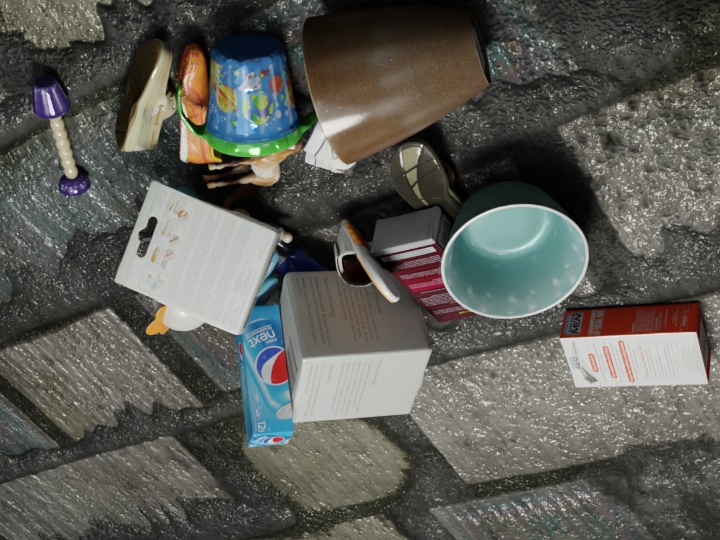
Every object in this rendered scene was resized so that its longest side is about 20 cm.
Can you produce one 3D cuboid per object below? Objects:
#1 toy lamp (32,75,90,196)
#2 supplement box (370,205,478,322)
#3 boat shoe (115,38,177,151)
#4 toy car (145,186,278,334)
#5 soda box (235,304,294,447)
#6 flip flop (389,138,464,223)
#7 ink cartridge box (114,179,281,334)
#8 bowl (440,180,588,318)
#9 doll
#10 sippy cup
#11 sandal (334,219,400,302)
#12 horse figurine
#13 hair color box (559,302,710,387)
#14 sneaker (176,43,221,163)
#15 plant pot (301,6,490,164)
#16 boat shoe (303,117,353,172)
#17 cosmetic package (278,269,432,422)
[{"bbox_3d":[-0.458,-0.205,1.707,0.058,0.058,0.201,11,135,12],"label":"toy lamp"},{"bbox_3d":[0.114,-0.005,1.624,0.108,0.061,0.200,-11,140,33],"label":"supplement box"},{"bbox_3d":[-0.296,-0.247,1.597,0.064,0.073,0.201,0,140,-29],"label":"boat shoe"},{"bbox_3d":[-0.252,0.017,1.687,0.183,0.200,0.177,34,156,11],"label":"toy car"},{"bbox_3d":[-0.146,0.157,1.682,0.063,0.202,0.068,-3,157,-15],"label":"soda box"},{"bbox_3d":[0.104,-0.119,1.558,0.080,0.058,0.200,-8,144,30],"label":"flip flop"},{"bbox_3d":[-0.233,-0.018,1.612,0.198,0.050,0.164,23,95,8],"label":"ink cartridge box"},{"bbox_3d":[0.204,-0.042,1.528,0.198,0.106,0.202,-1,131,-2],"label":"bowl"},{"bbox_3d":[-0.127,-0.025,1.747,0.199,0.049,0.136,37,146,-13],"label":"doll"},{"bbox_3d":[-0.146,-0.240,1.494,0.139,0.177,0.132,28,134,38],"label":"sippy cup"},{"bbox_3d":[-0.005,-0.005,1.612,0.059,0.207,0.079,-39,121,6],"label":"sandal"},{"bbox_3d":[-0.155,-0.149,1.602,0.131,0.050,0.200,-8,162,-14],"label":"horse figurine"},{"bbox_3d":[0.404,0.111,1.647,0.198,0.064,0.111,-5,131,25],"label":"hair color box"},{"bbox_3d":[-0.222,-0.237,1.581,0.076,0.074,0.201,-1,140,-6],"label":"sneaker"},{"bbox_3d":[0.054,-0.246,1.378,0.198,0.188,0.188,-13,128,15],"label":"plant pot"},{"bbox_3d":[-0.033,-0.168,1.500,0.069,0.072,0.200,24,171,-1],"label":"boat shoe"},{"bbox_3d":[-0.017,0.113,1.700,0.198,0.166,0.166,-2,140,-16],"label":"cosmetic package"}]
